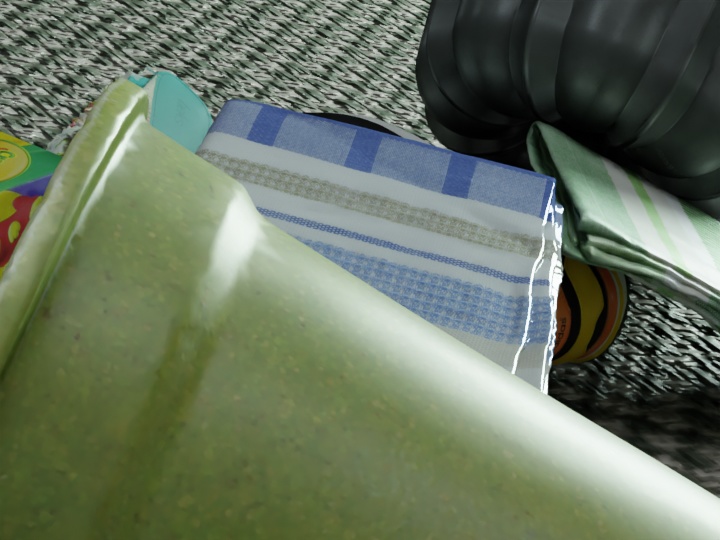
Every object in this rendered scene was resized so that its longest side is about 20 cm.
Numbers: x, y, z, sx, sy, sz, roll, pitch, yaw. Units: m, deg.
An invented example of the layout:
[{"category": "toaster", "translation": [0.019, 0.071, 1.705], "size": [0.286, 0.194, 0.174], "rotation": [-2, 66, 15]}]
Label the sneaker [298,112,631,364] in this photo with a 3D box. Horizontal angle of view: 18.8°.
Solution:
[{"category": "sneaker", "translation": [0.012, -0.016, 0.911], "size": [0.199, 0.070, 0.090], "rotation": [24, 15, 23]}]

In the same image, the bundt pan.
[{"category": "bundt pan", "translation": [0.113, -0.076, 1.027], "size": [0.201, 0.076, 0.202], "rotation": [21, -20, 8]}]

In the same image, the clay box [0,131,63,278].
[{"category": "clay box", "translation": [-0.160, 0.034, 0.626], "size": [0.047, 0.116, 0.200], "rotation": [21, 23, 19]}]

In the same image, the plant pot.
[{"category": "plant pot", "translation": [-0.013, 0.083, 0.517], "size": [0.183, 0.201, 0.201], "rotation": [23, 20, -4]}]

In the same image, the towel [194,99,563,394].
[{"category": "towel", "translation": [0.000, 0.000, 0.768], "size": [0.146, 0.024, 0.200], "rotation": [15, 28, 0]}]

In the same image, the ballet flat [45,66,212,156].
[{"category": "ballet flat", "translation": [-0.104, -0.031, 0.911], "size": [0.076, 0.064, 0.200], "rotation": [48, 15, -8]}]

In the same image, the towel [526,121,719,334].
[{"category": "towel", "translation": [0.162, 0.010, 0.922], "size": [0.199, 0.023, 0.153], "rotation": [29, 17, -11]}]
